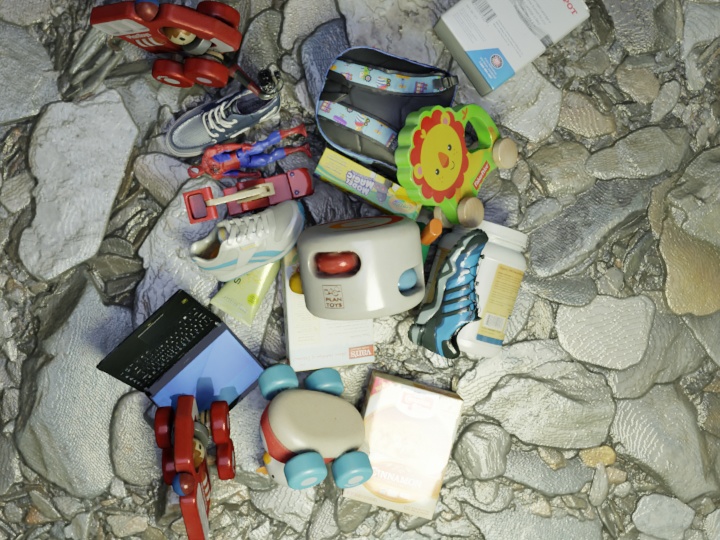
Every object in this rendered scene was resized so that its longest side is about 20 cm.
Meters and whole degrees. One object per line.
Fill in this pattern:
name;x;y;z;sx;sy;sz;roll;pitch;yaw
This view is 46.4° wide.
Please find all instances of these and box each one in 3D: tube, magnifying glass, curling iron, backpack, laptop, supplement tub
tube;-0.158;-0.010;1.357;0.058;0.052;0.201;36;94;38
magnifying glass;0.096;-0.047;1.298;0.022;0.200;0.080;4;81;-7
curling iron;-0.186;-0.313;1.298;0.050;0.026;0.200;-41;53;-18
backpack;0.031;-0.248;1.315;0.199;0.135;0.184;18;92;-6
laptop;-0.275;0.156;1.326;0.177;0.200;0.103;-43;57;-2
supplement tub;0.179;0.024;1.335;0.144;0.145;0.201;17;91;-5

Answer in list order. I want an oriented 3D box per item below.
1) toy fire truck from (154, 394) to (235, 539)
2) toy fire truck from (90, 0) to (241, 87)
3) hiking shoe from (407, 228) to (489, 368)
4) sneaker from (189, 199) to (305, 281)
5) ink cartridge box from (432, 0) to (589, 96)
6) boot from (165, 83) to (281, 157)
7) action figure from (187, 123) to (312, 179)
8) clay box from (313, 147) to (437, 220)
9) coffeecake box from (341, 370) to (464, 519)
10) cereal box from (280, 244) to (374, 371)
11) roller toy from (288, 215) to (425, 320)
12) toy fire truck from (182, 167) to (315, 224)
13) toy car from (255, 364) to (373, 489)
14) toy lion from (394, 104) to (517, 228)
toy fire truck;-0.255;0.301;1.288;0.111;0.168;0.201;-5;125;-4
toy fire truck;-0.283;-0.352;1.242;0.167;0.199;0.113;14;86;-48
hiking shoe;0.150;0.036;1.235;0.086;0.074;0.201;30;107;17
sneaker;-0.173;-0.049;1.298;0.199;0.081;0.077;-30;55;20
ink cartridge box;0.240;-0.401;1.350;0.200;0.084;0.145;-38;95;-2
boot;-0.219;-0.242;1.318;0.199;0.090;0.073;-28;95;-3
action figure;-0.179;-0.181;1.340;0.199;0.052;0.066;-15;134;-2
clay box;0.023;-0.125;1.331;0.199;0.115;0.048;28;91;-5
coffeecake box;0.067;0.283;1.375;0.152;0.073;0.201;15;91;-4
cereal box;-0.053;0.055;1.351;0.143;0.040;0.202;-4;99;-17
roller toy;0.000;0.000;1.242;0.199;0.182;0.141;-9;100;-15
toy fire truck;-0.167;-0.119;1.303;0.199;0.141;0.049;-15;94;-3
toy car;-0.108;0.281;1.320;0.176;0.185;0.200;10;135;-40
toy lion;0.134;-0.172;1.248;0.192;0.068;0.201;51;60;-34
